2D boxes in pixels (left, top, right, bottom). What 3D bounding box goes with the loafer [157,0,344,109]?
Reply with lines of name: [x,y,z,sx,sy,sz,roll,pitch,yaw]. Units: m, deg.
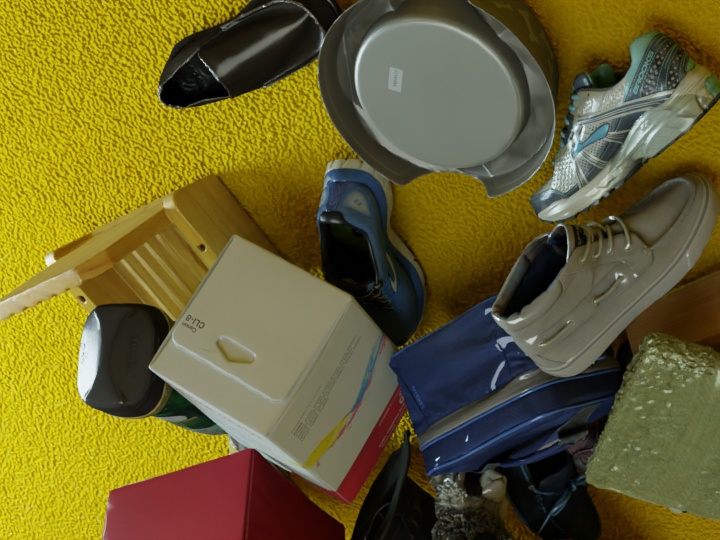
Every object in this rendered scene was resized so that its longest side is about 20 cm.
loafer: [-0.094,-0.175,1.318,0.199,0.072,0.073,-22,117,41]

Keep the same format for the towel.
towel: [0.272,0.132,1.302,0.146,0.037,0.201,14,137,3]

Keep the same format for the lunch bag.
lunch bag: [0.136,0.100,1.373,0.199,0.135,0.134,-34,70,46]

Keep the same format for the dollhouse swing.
dollhouse swing: [-0.208,0.027,1.495,0.199,0.177,0.182,-21,118,39]

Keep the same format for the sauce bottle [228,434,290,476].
sauce bottle: [-0.106,0.226,1.711,0.064,0.065,0.201,15,137,15]

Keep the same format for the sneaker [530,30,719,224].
sneaker: [0.192,-0.113,1.236,0.087,0.077,0.200,50,134,3]

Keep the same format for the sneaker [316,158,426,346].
sneaker: [0.000,0.000,1.417,0.078,0.090,0.201,2,135,27]

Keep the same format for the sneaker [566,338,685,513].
sneaker: [0.230,0.143,1.442,0.114,0.076,0.201,2,130,32]

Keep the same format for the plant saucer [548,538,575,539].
plant saucer: [0.193,0.307,1.585,0.198,0.037,0.199,-14,151,42]

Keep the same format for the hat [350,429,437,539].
hat: [0.041,0.262,1.565,0.080,0.202,0.201,23,138,-2]

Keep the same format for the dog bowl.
dog bowl: [0.067,-0.151,1.263,0.198,0.059,0.202,15,135,16]

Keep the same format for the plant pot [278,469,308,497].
plant pot: [-0.115,0.264,1.638,0.198,0.093,0.202,6,134,6]

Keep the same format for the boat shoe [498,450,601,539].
boat shoe: [0.172,0.194,1.511,0.068,0.085,0.200,-16,124,49]

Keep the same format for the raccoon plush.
raccoon plush: [0.070,0.266,1.485,0.199,0.134,0.097,-38,132,2]

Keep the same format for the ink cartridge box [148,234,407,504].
ink cartridge box: [-0.062,0.091,1.425,0.144,0.146,0.200,26,168,29]

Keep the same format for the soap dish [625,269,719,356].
soap dish: [0.335,0.070,1.308,0.199,0.082,0.157,-27,114,41]

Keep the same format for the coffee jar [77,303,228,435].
coffee jar: [-0.180,0.092,1.478,0.084,0.106,0.200,0,168,26]

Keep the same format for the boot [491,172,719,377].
boot: [0.190,-0.012,1.237,0.095,0.200,0.074,38,-178,-39]

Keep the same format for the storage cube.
storage cube: [-0.127,0.298,1.467,0.198,0.181,0.171,-20,137,25]
